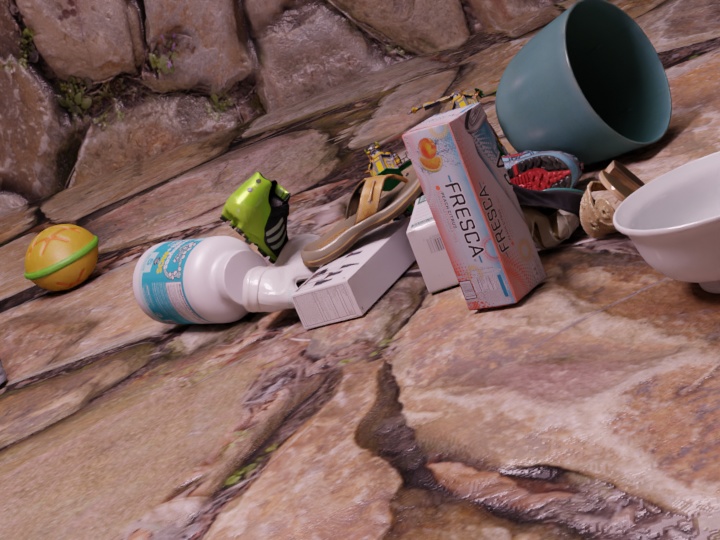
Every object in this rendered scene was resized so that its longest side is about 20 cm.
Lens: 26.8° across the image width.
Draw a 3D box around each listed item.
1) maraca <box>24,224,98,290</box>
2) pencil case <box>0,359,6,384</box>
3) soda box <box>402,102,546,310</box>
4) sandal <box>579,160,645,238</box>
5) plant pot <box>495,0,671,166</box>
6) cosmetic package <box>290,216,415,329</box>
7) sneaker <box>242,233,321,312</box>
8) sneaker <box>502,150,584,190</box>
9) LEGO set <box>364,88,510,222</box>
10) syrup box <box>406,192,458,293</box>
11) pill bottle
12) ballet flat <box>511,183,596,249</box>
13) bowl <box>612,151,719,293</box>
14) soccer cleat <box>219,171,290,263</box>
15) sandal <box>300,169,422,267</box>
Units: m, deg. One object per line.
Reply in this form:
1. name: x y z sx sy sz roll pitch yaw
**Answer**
1. maraca: -0.508 -0.025 2.561 0.137 0.107 0.200 -25 14 -8
2. pencil case: -0.555 0.078 2.065 0.091 0.200 0.083 -18 6 -10
3. soda box: 0.117 -0.063 1.532 0.064 0.200 0.068 -10 17 40
4. sandal: 0.271 -0.065 1.627 0.070 0.078 0.212 -52 -1 16
5. plant pot: 0.269 -0.221 1.925 0.161 0.201 0.201 -27 7 43
6. cosmetic package: 0.000 0.000 1.792 0.083 0.051 0.200 -14 16 29
7. sneaker: -0.065 0.011 1.850 0.088 0.075 0.200 6 21 21
8. sneaker: 0.188 -0.108 1.889 0.200 0.079 0.096 -3 13 33
9. LEGO set: 0.099 -0.160 1.974 0.200 0.154 0.116 -41 37 16
10. syrup box: 0.109 -0.050 1.745 0.079 0.081 0.200 -18 16 12
11. pill bottle: -0.198 0.013 1.928 0.111 0.111 0.200 -32 17 -35
12. ballet flat: 0.185 -0.057 1.646 0.200 0.073 0.073 9 -8 -36
13. bowl: 0.333 -0.040 1.338 0.201 0.090 0.201 -21 15 6
14. soccer cleat: -0.113 -0.064 1.870 0.081 0.068 0.200 -50 -16 -3
15. sandal: 0.005 -0.077 1.806 0.200 0.054 0.080 -35 12 -4
